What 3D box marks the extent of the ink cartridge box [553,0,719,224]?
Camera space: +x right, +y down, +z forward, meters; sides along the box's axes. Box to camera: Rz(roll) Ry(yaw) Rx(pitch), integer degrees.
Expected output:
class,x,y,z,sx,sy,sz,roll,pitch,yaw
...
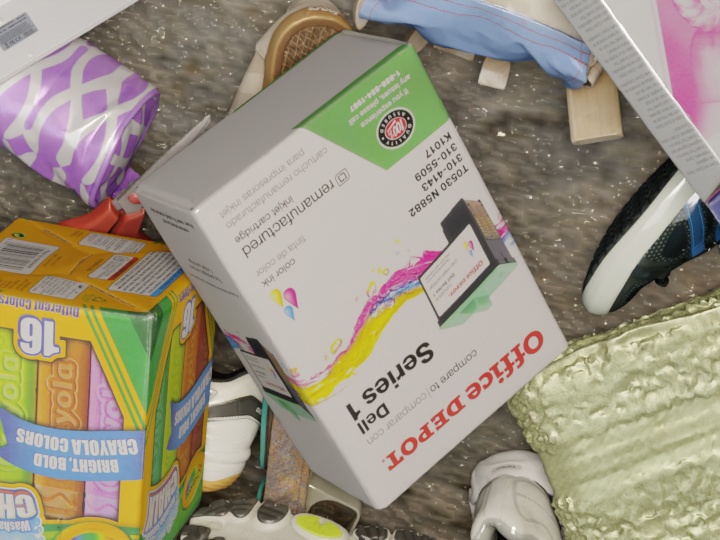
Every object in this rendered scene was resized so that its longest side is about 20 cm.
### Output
class,x,y,z,sx,sy,sz,roll,pitch,yaw
ink cartridge box,0.204,-0.136,0.864,0.196,0.043,0.200,-41,96,-20

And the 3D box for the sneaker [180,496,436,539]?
class,x,y,z,sx,sy,sz,roll,pitch,yaw
sneaker,-0.009,0.191,1.024,0.199,0.077,0.085,18,134,18

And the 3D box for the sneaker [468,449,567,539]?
class,x,y,z,sx,sy,sz,roll,pitch,yaw
sneaker,0.104,0.209,1.048,0.075,0.081,0.201,-15,105,17

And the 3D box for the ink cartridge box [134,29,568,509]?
class,x,y,z,sx,sy,sz,roll,pitch,yaw
ink cartridge box,0.000,0.000,0.942,0.145,0.084,0.201,-39,117,-17

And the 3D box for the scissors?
class,x,y,z,sx,sy,sz,roll,pitch,yaw
scissors,-0.134,-0.037,0.994,0.073,0.014,0.200,2,156,-16

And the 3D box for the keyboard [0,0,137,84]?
class,x,y,z,sx,sy,sz,roll,pitch,yaw
keyboard,-0.193,-0.136,0.983,0.199,0.011,0.056,-34,86,-13

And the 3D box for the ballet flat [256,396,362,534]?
class,x,y,z,sx,sy,sz,roll,pitch,yaw
ballet flat,-0.029,0.120,1.065,0.067,0.068,0.201,12,120,5

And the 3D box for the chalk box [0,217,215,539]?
class,x,y,z,sx,sy,sz,roll,pitch,yaw
chalk box,-0.155,0.090,0.976,0.123,0.125,0.201,8,109,9

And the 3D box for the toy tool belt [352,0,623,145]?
class,x,y,z,sx,sy,sz,roll,pitch,yaw
toy tool belt,0.052,-0.145,0.922,0.199,0.125,0.124,17,103,9

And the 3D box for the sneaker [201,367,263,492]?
class,x,y,z,sx,sy,sz,roll,pitch,yaw
sneaker,-0.145,0.048,1.074,0.199,0.076,0.088,29,97,1

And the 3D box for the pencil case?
class,x,y,z,sx,sy,sz,roll,pitch,yaw
pencil case,-0.211,-0.113,1.023,0.199,0.084,0.086,32,144,4

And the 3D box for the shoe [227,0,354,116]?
class,x,y,z,sx,sy,sz,roll,pitch,yaw
shoe,-0.046,-0.062,1.018,0.069,0.053,0.201,7,118,-22

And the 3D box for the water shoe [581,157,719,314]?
class,x,y,z,sx,sy,sz,roll,pitch,yaw
water shoe,0.197,-0.037,0.946,0.079,0.072,0.200,38,113,-2

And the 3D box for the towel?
class,x,y,z,sx,sy,sz,roll,pitch,yaw
towel,0.192,0.086,0.999,0.199,0.036,0.149,-21,97,11
